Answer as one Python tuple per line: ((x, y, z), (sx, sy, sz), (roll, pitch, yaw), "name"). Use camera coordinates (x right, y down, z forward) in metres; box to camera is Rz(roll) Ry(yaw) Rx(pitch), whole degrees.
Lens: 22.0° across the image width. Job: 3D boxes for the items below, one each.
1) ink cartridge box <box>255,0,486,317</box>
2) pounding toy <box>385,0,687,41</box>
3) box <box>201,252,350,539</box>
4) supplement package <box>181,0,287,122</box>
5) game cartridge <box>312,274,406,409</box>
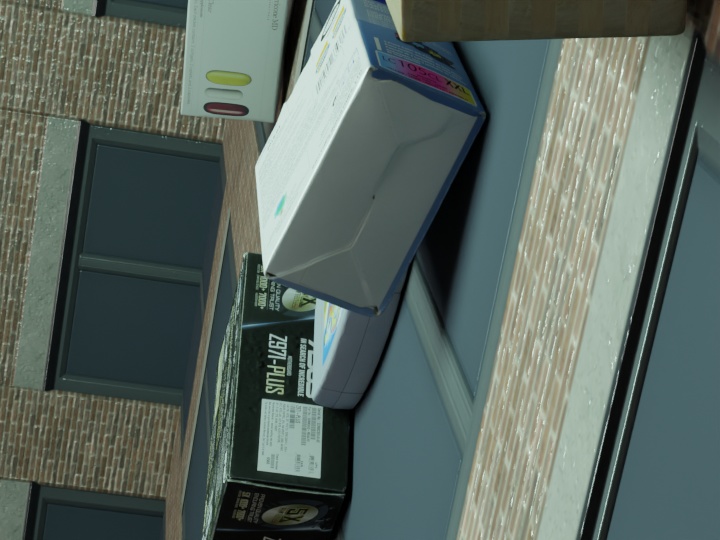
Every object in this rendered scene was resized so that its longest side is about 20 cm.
((-0.001, -0.080, 1.080), (0.137, 0.076, 0.200), (-62, 17, 19), "ink cartridge box")
((0.078, -0.195, 0.658), (0.184, 0.142, 0.201), (-102, 11, -68), "pounding toy")
((-0.063, 0.117, 1.369), (0.164, 0.086, 0.201), (109, 167, -51), "box")
((-0.142, -0.297, 2.119), (0.200, 0.110, 0.156), (99, 173, -45), "supplement package")
((0.000, 0.000, 1.241), (0.200, 0.040, 0.134), (108, 163, -51), "game cartridge")
